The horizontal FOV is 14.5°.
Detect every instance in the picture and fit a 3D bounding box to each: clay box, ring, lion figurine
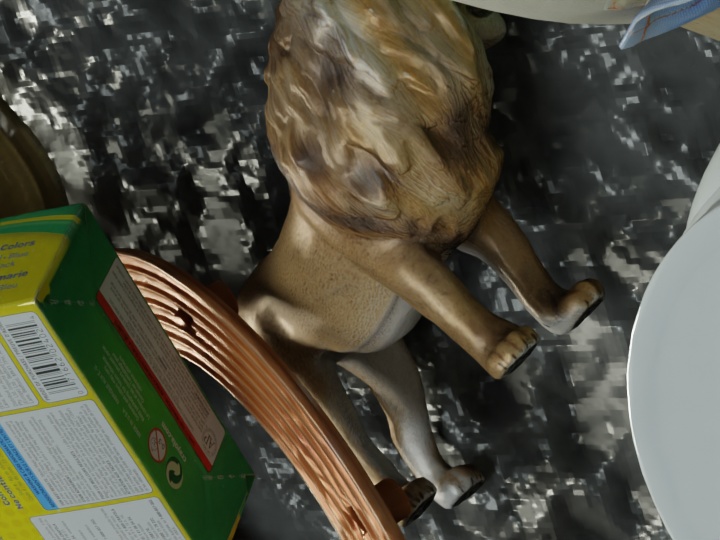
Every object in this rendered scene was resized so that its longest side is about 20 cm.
[{"bbox_3d":[-0.145,0.050,0.853,0.199,0.048,0.115,-9,128,28],"label":"clay box"},{"bbox_3d":[-0.026,0.078,0.887,0.200,0.019,0.201,44,153,30],"label":"ring"},{"bbox_3d":[0.000,0.000,0.831,0.122,0.072,0.200,44,137,13],"label":"lion figurine"}]

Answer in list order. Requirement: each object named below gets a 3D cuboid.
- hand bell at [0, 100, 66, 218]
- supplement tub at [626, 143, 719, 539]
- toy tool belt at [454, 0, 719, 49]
[{"bbox_3d":[-0.193,0.026,0.939,0.104,0.104,0.200,48,122,5],"label":"hand bell"},{"bbox_3d":[0.158,-0.005,0.611,0.144,0.200,0.146,19,126,28],"label":"supplement tub"},{"bbox_3d":[0.088,-0.120,0.631,0.122,0.126,0.200,22,148,-12],"label":"toy tool belt"}]
